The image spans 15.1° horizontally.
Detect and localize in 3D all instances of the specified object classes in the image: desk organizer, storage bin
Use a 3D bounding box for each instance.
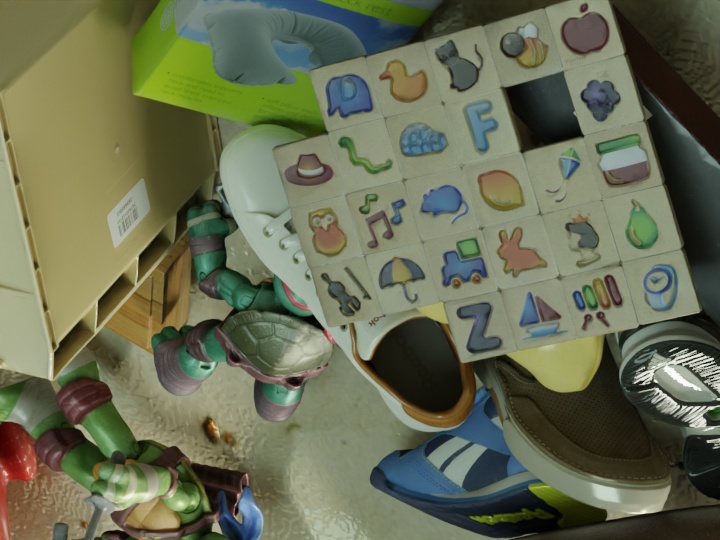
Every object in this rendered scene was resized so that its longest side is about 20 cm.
[{"bbox_3d":[0.170,-0.057,1.390,0.200,0.077,0.072,46,132,-3],"label":"desk organizer"},{"bbox_3d":[-0.173,-0.076,1.526,0.094,0.200,0.199,12,129,25],"label":"storage bin"}]

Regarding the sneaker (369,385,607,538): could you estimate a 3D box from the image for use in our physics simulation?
[{"bbox_3d":[0.082,0.109,1.596,0.074,0.082,0.200,25,161,-32],"label":"sneaker"}]

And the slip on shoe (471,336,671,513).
[{"bbox_3d":[0.112,0.058,1.475,0.076,0.200,0.061,4,117,-21],"label":"slip on shoe"}]

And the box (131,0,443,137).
[{"bbox_3d":[-0.026,-0.150,1.436,0.122,0.048,0.200,13,143,-25],"label":"box"}]

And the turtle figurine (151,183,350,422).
[{"bbox_3d":[-0.047,0.021,1.582,0.150,0.101,0.200,32,145,-5],"label":"turtle figurine"}]

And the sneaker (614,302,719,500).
[{"bbox_3d":[0.188,0.041,1.472,0.076,0.115,0.201,-23,144,17],"label":"sneaker"}]

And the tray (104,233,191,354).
[{"bbox_3d":[-0.198,-0.029,1.684,0.200,0.037,0.099,29,149,13],"label":"tray"}]

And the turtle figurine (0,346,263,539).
[{"bbox_3d":[-0.183,0.144,1.728,0.194,0.200,0.144,52,173,20],"label":"turtle figurine"}]

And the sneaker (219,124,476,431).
[{"bbox_3d":[0.000,0.000,1.472,0.200,0.073,0.085,50,175,-2],"label":"sneaker"}]

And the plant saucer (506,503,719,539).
[{"bbox_3d":[0.141,0.159,1.528,0.200,0.200,0.032,-18,76,42],"label":"plant saucer"}]

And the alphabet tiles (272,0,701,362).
[{"bbox_3d":[0.057,-0.038,1.376,0.200,0.008,0.167,-13,100,25],"label":"alphabet tiles"}]

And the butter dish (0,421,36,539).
[{"bbox_3d":[-0.290,0.145,1.834,0.199,0.148,0.200,-125,14,-62],"label":"butter dish"}]

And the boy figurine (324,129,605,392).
[{"bbox_3d":[0.057,-0.017,1.442,0.200,0.124,0.064,54,139,28],"label":"boy figurine"}]
